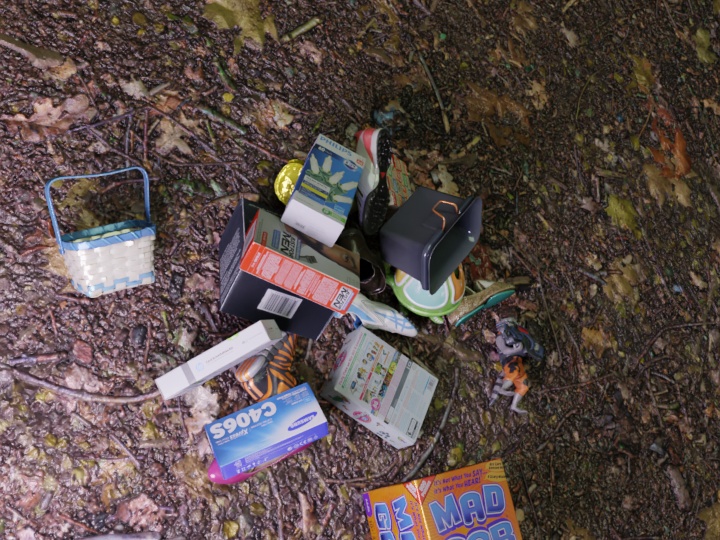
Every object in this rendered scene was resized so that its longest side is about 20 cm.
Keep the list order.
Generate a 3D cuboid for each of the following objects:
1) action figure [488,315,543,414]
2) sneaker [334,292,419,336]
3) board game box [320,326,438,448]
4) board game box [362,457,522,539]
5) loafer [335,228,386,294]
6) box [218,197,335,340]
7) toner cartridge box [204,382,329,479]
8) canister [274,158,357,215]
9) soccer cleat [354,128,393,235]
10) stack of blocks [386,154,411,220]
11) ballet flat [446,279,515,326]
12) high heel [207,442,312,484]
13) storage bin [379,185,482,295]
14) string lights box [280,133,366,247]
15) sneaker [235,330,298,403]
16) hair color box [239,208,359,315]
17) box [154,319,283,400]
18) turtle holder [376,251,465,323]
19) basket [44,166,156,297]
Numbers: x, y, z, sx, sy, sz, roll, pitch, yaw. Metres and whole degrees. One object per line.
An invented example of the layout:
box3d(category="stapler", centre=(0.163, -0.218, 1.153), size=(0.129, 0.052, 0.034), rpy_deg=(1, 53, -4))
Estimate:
box3d(category="action figure", centre=(0.311, 0.183, 1.877), size=(0.199, 0.103, 0.197), rpy_deg=(37, 48, -43))
box3d(category="sneaker", centre=(0.030, 0.096, 1.770), size=(0.198, 0.072, 0.074), rpy_deg=(25, 90, -26))
box3d(category="board game box", centre=(0.039, 0.229, 1.720), size=(0.199, 0.064, 0.149), rpy_deg=(36, 57, -16))
box3d(category="board game box", centre=(0.151, 0.475, 1.610), size=(0.197, 0.199, 0.204), rpy_deg=(-6, 75, -31))
box3d(category="loafer", centre=(0.000, 0.000, 1.683), size=(0.200, 0.072, 0.072), rpy_deg=(52, 21, -54))
box3d(category="box", centre=(-0.149, -0.004, 1.615), size=(0.197, 0.125, 0.198), rpy_deg=(19, 35, -23))
box3d(category="toner cartridge box", centre=(-0.163, 0.276, 1.531), size=(0.197, 0.044, 0.095), rpy_deg=(-22, 48, -14))
box3d(category="canister", centre=(-0.066, -0.161, 1.731), size=(0.148, 0.087, 0.200), rpy_deg=(39, 23, 5))
box3d(category="soccer cleat", centre=(0.014, -0.169, 1.685), size=(0.068, 0.072, 0.204), rpy_deg=(3, 93, -53))
box3d(category="stack of blocks", centre=(0.055, -0.173, 1.804), size=(0.200, 0.058, 0.117), rpy_deg=(10, 69, -74))
box3d(category="ballet flat", centre=(0.256, 0.055, 1.914), size=(0.198, 0.071, 0.066), rpy_deg=(-23, 69, -38))
box3d(category="high heel", centre=(-0.169, 0.318, 1.543), size=(0.197, 0.096, 0.068), rpy_deg=(-12, 78, -33))
box3d(category="storage bin", centre=(0.130, -0.078, 1.707), size=(0.133, 0.147, 0.200), rpy_deg=(23, 52, 26))
box3d(category="string lights box", centre=(-0.063, -0.144, 1.564), size=(0.102, 0.059, 0.202), rpy_deg=(27, 43, -10))
box3d(category="sneaker", centre=(-0.146, 0.171, 1.635), size=(0.113, 0.077, 0.201), rpy_deg=(55, 48, -19))
box3d(category="hair color box", centre=(-0.100, -0.015, 1.497), size=(0.197, 0.064, 0.112), rpy_deg=(25, 30, -16))
box3d(category="box", centre=(-0.233, 0.147, 1.483), size=(0.198, 0.156, 0.042), rpy_deg=(-28, 86, 1))
box3d(category="turtle holder", centre=(0.129, 0.005, 1.805), size=(0.185, 0.133, 0.140), rpy_deg=(40, 59, 22))
box3d(category="basket", centre=(-0.435, -0.066, 1.493), size=(0.174, 0.138, 0.204), rpy_deg=(-11, 108, -33))
